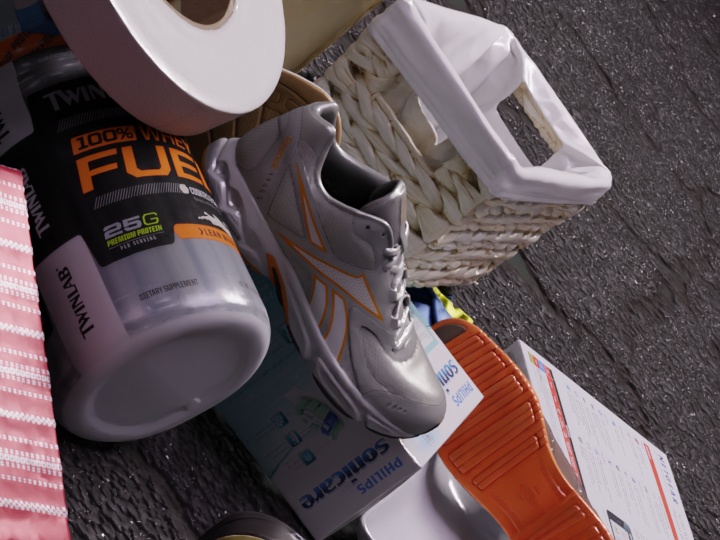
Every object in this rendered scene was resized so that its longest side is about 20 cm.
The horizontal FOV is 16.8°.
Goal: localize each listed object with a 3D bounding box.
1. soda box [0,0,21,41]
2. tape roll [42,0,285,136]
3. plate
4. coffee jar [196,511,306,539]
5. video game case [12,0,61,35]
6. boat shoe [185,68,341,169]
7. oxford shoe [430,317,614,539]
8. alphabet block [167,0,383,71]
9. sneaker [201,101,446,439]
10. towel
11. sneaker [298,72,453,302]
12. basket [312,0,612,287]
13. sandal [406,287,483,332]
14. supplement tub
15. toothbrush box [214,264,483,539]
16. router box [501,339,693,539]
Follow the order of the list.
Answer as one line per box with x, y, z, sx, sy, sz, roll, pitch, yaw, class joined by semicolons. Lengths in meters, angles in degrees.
-0.189;-0.220;1.385;0.068;0.063;0.201;-55;134;-83;soda box
-0.108;-0.169;1.270;0.203;0.037;0.204;44;34;-41;tape roll
0.078;0.208;1.471;0.200;0.032;0.200;52;21;1;plate
-0.055;0.201;1.137;0.104;0.085;0.200;43;24;-14;coffee jar
-0.163;-0.219;1.271;0.143;0.018;0.201;-7;80;-69;video game case
-0.100;-0.090;1.391;0.069;0.199;0.071;-7;104;-75;boat shoe
0.096;0.123;1.531;0.201;0.071;0.073;62;4;9;oxford shoe
-0.090;-0.204;1.510;0.196;0.200;0.196;51;13;-6;alphabet block
0.000;0.000;1.319;0.200;0.092;0.076;55;23;-15;sneaker
-0.195;0.036;1.115;0.144;0.022;0.201;17;59;-56;towel
0.004;-0.045;1.655;0.201;0.075;0.077;63;0;-3;sneaker
0.049;-0.073;1.504;0.136;0.123;0.200;56;18;13;basket
0.010;0.016;1.577;0.200;0.079;0.087;48;25;-6;sandal
-0.136;-0.023;1.271;0.122;0.122;0.201;17;40;-56;supplement tub
-0.033;0.039;1.437;0.200;0.085;0.146;54;22;0;toothbrush box
0.164;0.169;1.684;0.179;0.049;0.201;38;26;-33;router box
